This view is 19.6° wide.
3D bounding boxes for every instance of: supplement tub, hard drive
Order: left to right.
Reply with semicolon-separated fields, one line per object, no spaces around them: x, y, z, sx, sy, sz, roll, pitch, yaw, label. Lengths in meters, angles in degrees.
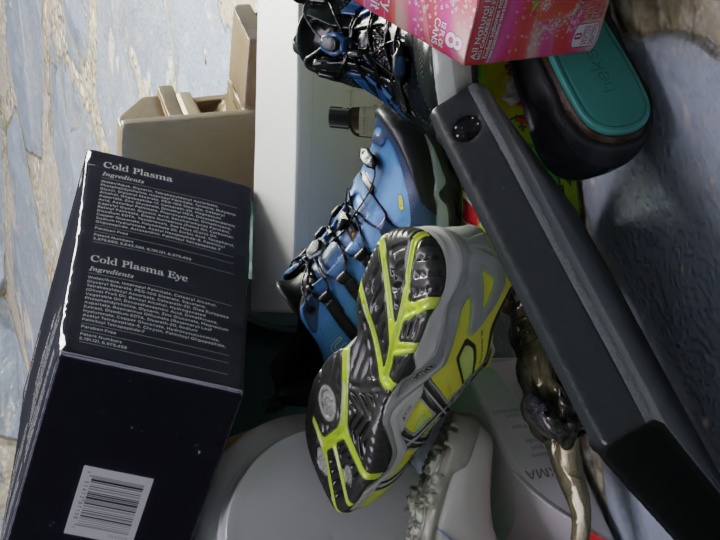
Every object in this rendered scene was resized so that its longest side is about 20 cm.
-0.037;0.161;1.244;0.200;0.144;0.146;148;113;-75;supplement tub
0.104;0.025;0.948;0.140;0.033;0.201;47;-164;-52;hard drive

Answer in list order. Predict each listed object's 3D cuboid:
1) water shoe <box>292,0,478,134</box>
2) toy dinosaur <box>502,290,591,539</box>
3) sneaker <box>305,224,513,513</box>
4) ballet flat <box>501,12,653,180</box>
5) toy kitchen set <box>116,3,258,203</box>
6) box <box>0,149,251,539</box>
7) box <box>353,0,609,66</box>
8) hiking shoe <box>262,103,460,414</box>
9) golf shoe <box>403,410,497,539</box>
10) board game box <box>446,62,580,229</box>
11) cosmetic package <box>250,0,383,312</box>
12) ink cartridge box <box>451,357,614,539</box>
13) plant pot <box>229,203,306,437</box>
0.008;-0.108;1.046;0.200;0.078;0.072;-127;34;-74;water shoe
0.101;0.066;1.065;0.088;0.047;0.201;109;157;-59;toy dinosaur
0.029;0.057;1.080;0.076;0.076;0.200;63;144;31;sneaker
0.086;-0.131;1.016;0.073;0.073;0.201;117;140;-60;ballet flat
-0.109;-0.121;1.465;0.181;0.162;0.201;-117;27;-46;toy kitchen set
-0.136;0.069;1.201;0.183;0.103;0.201;-92;19;-51;box
0.066;-0.201;0.904;0.100;0.095;0.201;35;122;35;box
0.000;0.000;1.137;0.074;0.086;0.201;-123;35;-53;hiking shoe
0.064;0.175;1.109;0.078;0.097;0.201;-89;6;-82;golf shoe
0.067;-0.116;1.110;0.102;0.047;0.201;180;83;-72;board game box
-0.017;-0.075;1.226;0.051;0.082;0.201;-1;88;57;cosmetic package
0.093;0.173;1.145;0.161;0.050;0.201;102;156;-46;ink cartridge box
-0.062;0.040;1.384;0.135;0.199;0.201;-76;-4;-49;plant pot
